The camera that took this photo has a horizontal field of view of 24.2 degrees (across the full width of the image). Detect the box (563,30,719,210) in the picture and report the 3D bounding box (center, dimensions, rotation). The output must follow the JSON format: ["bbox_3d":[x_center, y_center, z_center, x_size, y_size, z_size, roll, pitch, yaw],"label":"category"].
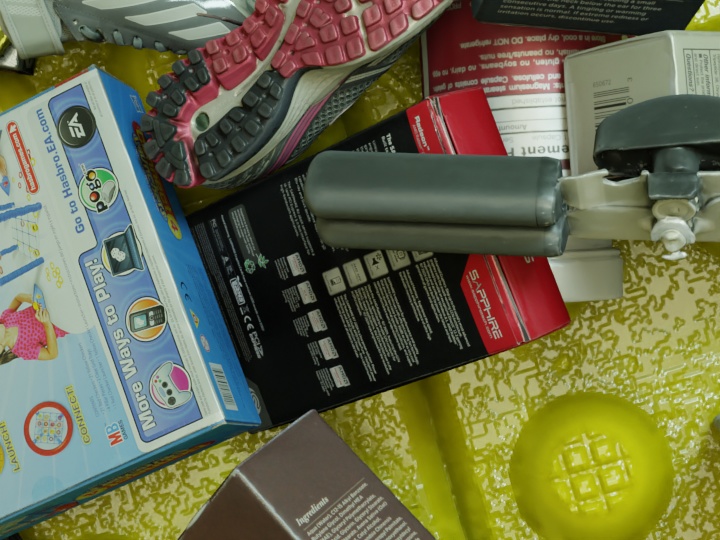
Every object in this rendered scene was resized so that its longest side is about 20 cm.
[{"bbox_3d":[0.203,-0.067,0.828,0.200,0.078,0.095,-2,89,-33],"label":"box"}]

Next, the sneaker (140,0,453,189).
[{"bbox_3d":[-0.021,-0.116,0.840,0.200,0.075,0.081,-36,73,19],"label":"sneaker"}]

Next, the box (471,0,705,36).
[{"bbox_3d":[0.119,-0.217,0.725,0.107,0.200,0.149,3,64,-13],"label":"box"}]

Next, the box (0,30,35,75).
[{"bbox_3d":[-0.270,-0.191,0.926,0.199,0.040,0.137,10,91,3],"label":"box"}]

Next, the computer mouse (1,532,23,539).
[{"bbox_3d":[-0.147,0.084,0.913,0.110,0.044,0.200,36,93,18],"label":"computer mouse"}]

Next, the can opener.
[{"bbox_3d":[0.076,-0.037,0.741,0.199,0.053,0.067,-2,58,13],"label":"can opener"}]

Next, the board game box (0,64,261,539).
[{"bbox_3d":[-0.179,0.027,0.877,0.195,0.056,0.200,-24,77,12],"label":"board game box"}]

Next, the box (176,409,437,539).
[{"bbox_3d":[0.003,0.181,0.851,0.200,0.075,0.100,46,134,7],"label":"box"}]

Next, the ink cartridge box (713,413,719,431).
[{"bbox_3d":[0.262,0.063,0.814,0.144,0.200,0.084,-39,84,2],"label":"ink cartridge box"}]

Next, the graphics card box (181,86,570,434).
[{"bbox_3d":[0.000,0.000,0.849,0.200,0.051,0.126,-23,87,41],"label":"graphics card box"}]

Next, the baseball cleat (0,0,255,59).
[{"bbox_3d":[-0.123,-0.137,0.882,0.200,0.070,0.106,37,97,-23],"label":"baseball cleat"}]

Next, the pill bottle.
[{"bbox_3d":[0.088,-0.083,0.868,0.113,0.113,0.201,-3,90,3],"label":"pill bottle"}]

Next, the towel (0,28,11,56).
[{"bbox_3d":[-0.265,-0.184,0.899,0.200,0.018,0.086,39,97,2],"label":"towel"}]
